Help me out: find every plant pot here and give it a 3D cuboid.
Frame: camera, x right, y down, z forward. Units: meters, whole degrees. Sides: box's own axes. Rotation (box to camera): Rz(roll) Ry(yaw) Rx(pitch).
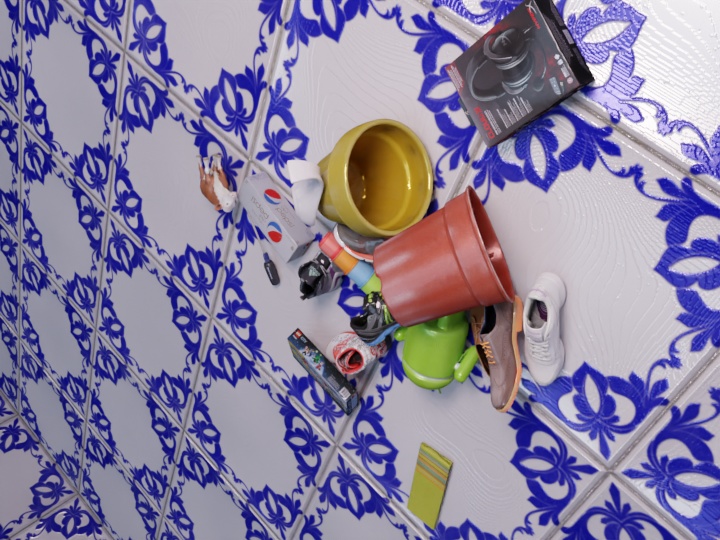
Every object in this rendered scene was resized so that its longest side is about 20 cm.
[{"bbox_3d":[0.004,-0.160,1.219,0.187,0.197,0.207,-2,108,56],"label":"plant pot"},{"bbox_3d":[0.134,-0.009,1.110,0.191,0.201,0.206,-22,94,19],"label":"plant pot"}]

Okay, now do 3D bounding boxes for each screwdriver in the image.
[{"bbox_3d":[-0.228,-0.055,1.537,0.029,0.028,0.205,11,128,40],"label":"screwdriver"}]

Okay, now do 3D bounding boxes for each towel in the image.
[{"bbox_3d":[0.153,0.482,1.472,0.085,0.018,0.205,31,126,34],"label":"towel"}]

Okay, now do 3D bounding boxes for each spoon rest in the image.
[{"bbox_3d":[-0.097,-0.146,1.198,0.200,0.059,0.103,99,160,-77],"label":"spoon rest"}]

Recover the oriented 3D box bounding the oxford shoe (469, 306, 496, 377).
[{"bbox_3d":[0.231,0.097,1.205,0.070,0.070,0.206,-13,98,44],"label":"oxford shoe"}]

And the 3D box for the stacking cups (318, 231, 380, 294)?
[{"bbox_3d":[0.000,0.000,1.327,0.200,0.061,0.060,45,133,-8],"label":"stacking cups"}]

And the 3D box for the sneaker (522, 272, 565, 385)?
[{"bbox_3d":[0.303,0.111,1.128,0.073,0.099,0.206,8,115,34],"label":"sneaker"}]

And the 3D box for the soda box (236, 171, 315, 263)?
[{"bbox_3d":[-0.191,-0.120,1.479,0.202,0.063,0.068,53,133,11],"label":"soda box"}]

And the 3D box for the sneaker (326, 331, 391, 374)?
[{"bbox_3d":[-0.033,0.182,1.440,0.198,0.107,0.069,-17,98,43],"label":"sneaker"}]

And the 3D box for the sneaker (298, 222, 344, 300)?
[{"bbox_3d":[-0.076,-0.014,1.371,0.077,0.139,0.204,37,128,21],"label":"sneaker"}]

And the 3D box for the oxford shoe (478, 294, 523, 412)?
[{"bbox_3d":[0.235,0.141,1.146,0.071,0.071,0.207,157,120,-63],"label":"oxford shoe"}]

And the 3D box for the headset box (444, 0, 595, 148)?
[{"bbox_3d":[0.237,-0.301,1.027,0.198,0.077,0.152,-30,88,42],"label":"headset box"}]

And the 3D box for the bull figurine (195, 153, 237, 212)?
[{"bbox_3d":[-0.338,-0.205,1.532,0.199,0.063,0.126,23,123,62],"label":"bull figurine"}]

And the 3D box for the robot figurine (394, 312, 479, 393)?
[{"bbox_3d":[0.142,0.141,1.267,0.173,0.114,0.205,28,125,29],"label":"robot figurine"}]

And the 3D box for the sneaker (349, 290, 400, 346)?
[{"bbox_3d":[0.048,0.069,1.267,0.082,0.072,0.200,34,125,-15],"label":"sneaker"}]

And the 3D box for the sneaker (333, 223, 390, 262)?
[{"bbox_3d":[0.043,-0.059,1.286,0.195,0.077,0.083,26,125,6],"label":"sneaker"}]

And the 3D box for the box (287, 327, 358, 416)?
[{"bbox_3d":[-0.085,0.234,1.509,0.200,0.038,0.137,44,163,17],"label":"box"}]
